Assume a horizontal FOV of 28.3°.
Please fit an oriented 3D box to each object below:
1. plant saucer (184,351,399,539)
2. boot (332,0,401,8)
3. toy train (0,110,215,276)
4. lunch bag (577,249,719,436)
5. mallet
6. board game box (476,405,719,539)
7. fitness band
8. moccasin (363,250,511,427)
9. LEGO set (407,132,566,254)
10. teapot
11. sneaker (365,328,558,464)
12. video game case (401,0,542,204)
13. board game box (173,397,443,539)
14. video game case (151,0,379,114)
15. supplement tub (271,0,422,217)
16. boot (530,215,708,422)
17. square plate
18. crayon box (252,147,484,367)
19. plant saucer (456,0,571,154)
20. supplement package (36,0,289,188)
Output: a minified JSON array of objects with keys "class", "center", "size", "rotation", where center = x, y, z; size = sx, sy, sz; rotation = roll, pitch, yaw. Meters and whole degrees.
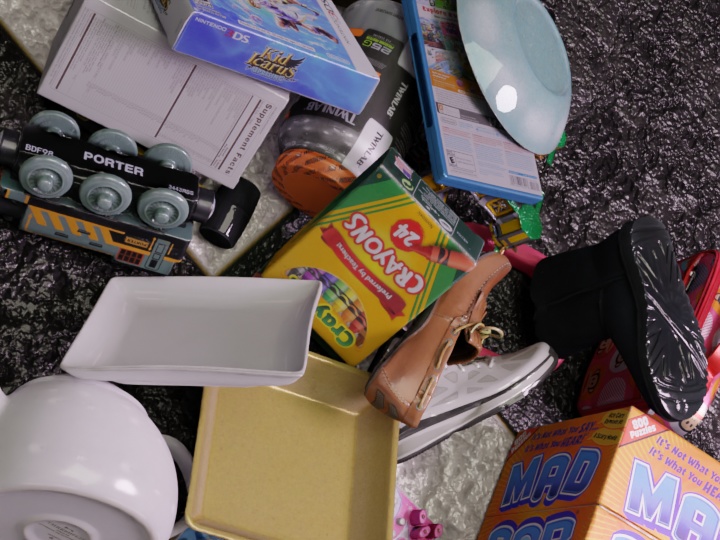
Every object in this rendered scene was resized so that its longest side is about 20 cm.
[{"class":"plant saucer","center":[-0.063,0.168,1.270],"size":[0.198,0.048,0.202],"rotation":[21,53,-23]},{"class":"boot","center":[0.046,-0.335,1.467],"size":[0.198,0.072,0.156],"rotation":[15,68,-2]},{"class":"toy train","center":[-0.231,-0.064,1.258],"size":[0.198,0.114,0.086],"rotation":[15,44,-19]},{"class":"lunch bag","center":[0.322,0.080,1.457],"size":[0.082,0.176,0.201],"rotation":[38,63,-17]},{"class":"mallet","center":[-0.182,-0.104,1.338],"size":[0.199,0.041,0.066],"rotation":[39,65,-8]},{"class":"board game box","center":[0.244,0.276,1.359],"size":[0.199,0.200,0.201],"rotation":[32,66,-16]},{"class":"fitness band","center":[0.136,0.035,1.460],"size":[0.198,0.037,0.145],"rotation":[25,65,-20]},{"class":"moccasin","center":[0.086,0.061,1.323],"size":[0.077,0.074,0.202],"rotation":[34,54,8]},{"class":"LEGO set","center":[0.117,-0.109,1.458],"size":[0.153,0.115,0.202],"rotation":[38,50,-32]},{"class":"teapot","center":[-0.235,0.155,1.178],"size":[0.195,0.201,0.147],"rotation":[3,52,1]},{"class":"sneaker","center":[0.086,0.093,1.373],"size":[0.199,0.076,0.116],"rotation":[-28,89,-6]},{"class":"video game case","center":[0.107,-0.168,1.367],"size":[0.142,0.018,0.202],"rotation":[9,65,-43]},{"class":"board game box","center":[-0.042,0.249,1.325],"size":[0.200,0.026,0.200],"rotation":[46,62,-9]},{"class":"video game case","center":[-0.098,-0.234,1.287],"size":[0.198,0.046,0.182],"rotation":[15,31,-35]},{"class":"supplement tub","center":[-0.002,-0.153,1.386],"size":[0.122,0.122,0.201],"rotation":[33,65,-15]},{"class":"boot","center":[0.246,0.063,1.391],"size":[0.076,0.168,0.202],"rotation":[-3,74,-32]},{"class":"square plate","center":[-0.136,0.053,1.215],"size":[0.196,0.200,0.029],"rotation":[1,111,3]},{"class":"crayon box","center":[0.000,0.000,1.314],"size":[0.127,0.200,0.051],"rotation":[44,28,-8]},{"class":"plant saucer","center":[0.164,-0.215,1.404],"size":[0.200,0.038,0.203],"rotation":[33,47,-44]},{"class":"supplement package","center":[-0.174,-0.183,1.295],"size":[0.199,0.114,0.110],"rotation":[26,31,-19]}]
